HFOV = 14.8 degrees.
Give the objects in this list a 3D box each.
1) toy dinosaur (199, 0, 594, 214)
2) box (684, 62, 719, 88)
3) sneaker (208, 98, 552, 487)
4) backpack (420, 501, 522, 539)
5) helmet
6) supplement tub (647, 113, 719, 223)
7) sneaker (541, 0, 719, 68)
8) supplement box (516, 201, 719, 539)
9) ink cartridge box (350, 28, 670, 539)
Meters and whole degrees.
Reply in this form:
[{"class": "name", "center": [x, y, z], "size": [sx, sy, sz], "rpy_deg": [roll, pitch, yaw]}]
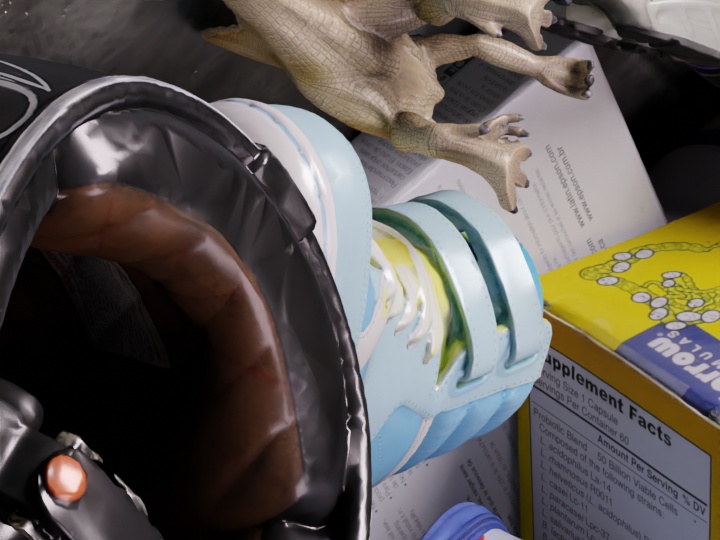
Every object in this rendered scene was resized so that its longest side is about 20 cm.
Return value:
[{"class": "toy dinosaur", "center": [0.000, -0.056, 0.733], "size": [0.200, 0.101, 0.059], "rpy_deg": [27, 77, -68]}, {"class": "box", "center": [0.198, -0.123, 0.904], "size": [0.199, 0.122, 0.106], "rpy_deg": [-24, 143, -39]}, {"class": "sneaker", "center": [0.000, 0.000, 0.737], "size": [0.130, 0.080, 0.200], "rpy_deg": [-26, 160, -23]}, {"class": "backpack", "center": [0.012, 0.166, 0.806], "size": [0.191, 0.154, 0.200], "rpy_deg": [-48, 165, -19]}, {"class": "helmet", "center": [-0.113, 0.050, 0.603], "size": [0.190, 0.201, 0.200], "rpy_deg": [-13, 169, 30]}, {"class": "supplement tub", "center": [0.211, -0.028, 1.019], "size": [0.200, 0.144, 0.145], "rpy_deg": [-36, 150, -21]}, {"class": "sneaker", "center": [0.048, -0.117, 0.772], "size": [0.200, 0.077, 0.087], "rpy_deg": [14, 87, -53]}, {"class": "supplement box", "center": [0.126, 0.094, 0.900], "size": [0.109, 0.109, 0.201], "rpy_deg": [-22, 125, -28]}, {"class": "ink cartridge box", "center": [0.022, 0.047, 0.896], "size": [0.200, 0.043, 0.197], "rpy_deg": [-39, 132, -13]}]
